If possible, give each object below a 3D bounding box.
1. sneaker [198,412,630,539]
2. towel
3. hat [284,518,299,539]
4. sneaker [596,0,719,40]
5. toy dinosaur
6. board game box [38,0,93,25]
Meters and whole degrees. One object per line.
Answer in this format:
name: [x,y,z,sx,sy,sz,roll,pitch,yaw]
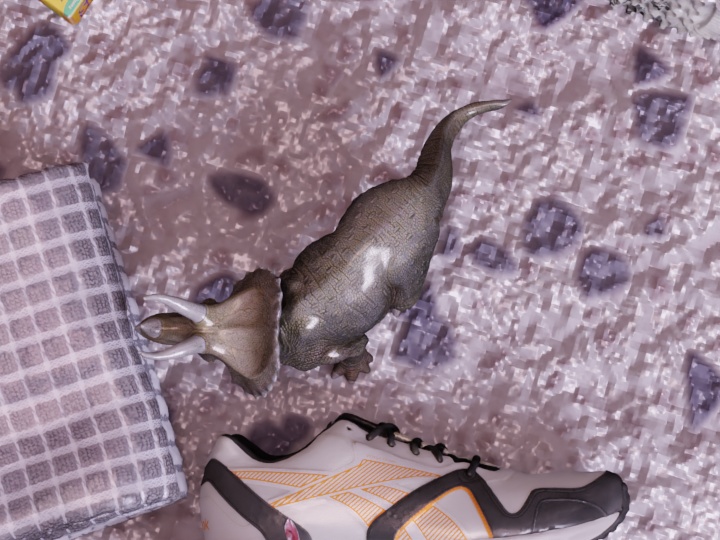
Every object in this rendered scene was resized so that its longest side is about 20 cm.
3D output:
sneaker: [0.021,0.101,1.230,0.198,0.074,0.081,-5,84,1]
towel: [-0.193,0.056,1.233,0.199,0.086,0.167,-18,85,0]
hat: [-0.087,0.199,1.181,0.176,0.200,0.166,-45,117,-13]
sneaker: [0.099,-0.189,1.257,0.199,0.070,0.100,25,80,-1]
toy dinosaur: [0.000,0.000,1.223,0.199,0.102,0.077,-33,86,0]
board game box: [-0.188,-0.211,1.283,0.199,0.030,0.096,35,87,6]
